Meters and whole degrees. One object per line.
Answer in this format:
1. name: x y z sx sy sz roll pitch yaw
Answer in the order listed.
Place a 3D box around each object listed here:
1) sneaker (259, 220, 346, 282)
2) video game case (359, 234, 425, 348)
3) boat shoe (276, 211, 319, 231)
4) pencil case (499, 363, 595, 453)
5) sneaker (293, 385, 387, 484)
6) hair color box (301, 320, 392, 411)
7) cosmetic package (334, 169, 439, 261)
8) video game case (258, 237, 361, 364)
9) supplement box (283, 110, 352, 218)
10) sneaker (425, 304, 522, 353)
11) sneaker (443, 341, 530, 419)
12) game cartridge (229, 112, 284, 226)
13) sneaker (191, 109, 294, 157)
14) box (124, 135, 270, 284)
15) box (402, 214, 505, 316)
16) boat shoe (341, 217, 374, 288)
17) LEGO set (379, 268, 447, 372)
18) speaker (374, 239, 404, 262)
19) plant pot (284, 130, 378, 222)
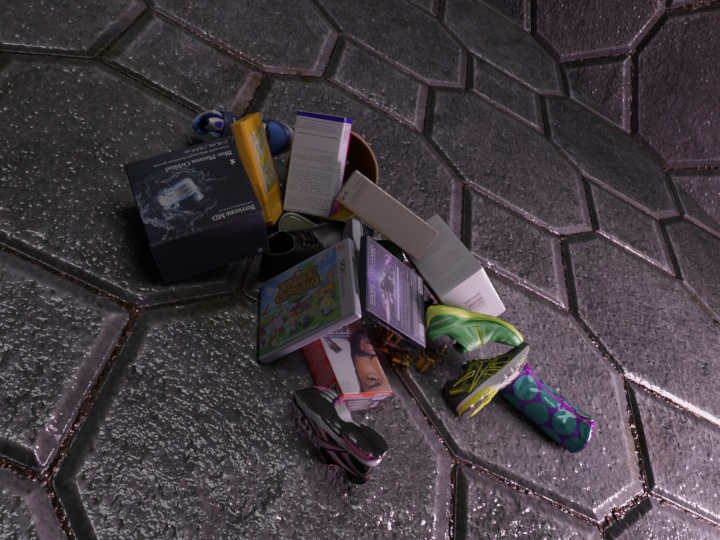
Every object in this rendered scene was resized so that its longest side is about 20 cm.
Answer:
1. sneaker: -0.097 -0.050 1.409 0.200 0.106 0.075 -33 70 -22
2. video game case: 0.059 0.041 1.341 0.200 0.019 0.144 34 47 -47
3. boat shoe: -0.086 -0.056 1.525 0.199 0.075 0.066 28 7 -22
4. pencil case: 0.377 0.272 1.513 0.200 0.093 0.085 39 36 5
5. sneaker: -0.047 0.265 1.197 0.080 0.087 0.200 1 27 -40
6. hair color box: -0.035 0.151 1.339 0.111 0.064 0.201 4 48 -38
7. cosmetic package: 0.049 -0.109 1.462 0.200 0.073 0.104 37 6 -5
8. video game case: -0.092 0.050 1.304 0.022 0.199 0.183 46 25 -38
9. supplement box: -0.085 -0.215 1.524 0.103 0.201 0.101 9 10 6
10. sneaker: 0.212 0.120 1.436 0.199 0.084 0.074 13 -3 -13
11. sneaker: 0.244 0.194 1.450 0.200 0.075 0.085 -38 64 -18
12. game cartridge: -0.192 -0.195 1.441 0.176 0.032 0.201 -83 157 -72
13. sneaker: -0.253 -0.285 1.562 0.199 0.081 0.146 12 7 24
14. box: -0.285 -0.109 1.315 0.196 0.118 0.201 -18 57 -13
15. box: 0.186 0.010 1.547 0.152 0.106 0.200 53 3 -42
16. boat shoe: 0.003 -0.024 1.372 0.056 0.069 0.201 19 38 -18
17. LEGO set: 0.112 0.089 1.478 0.153 0.116 0.200 29 37 -10
18. speaker: 0.000 0.000 1.467 0.088 0.089 0.200 48 40 16
19. plant pot: -0.053 -0.211 1.644 0.200 0.200 0.142 36 11 1
